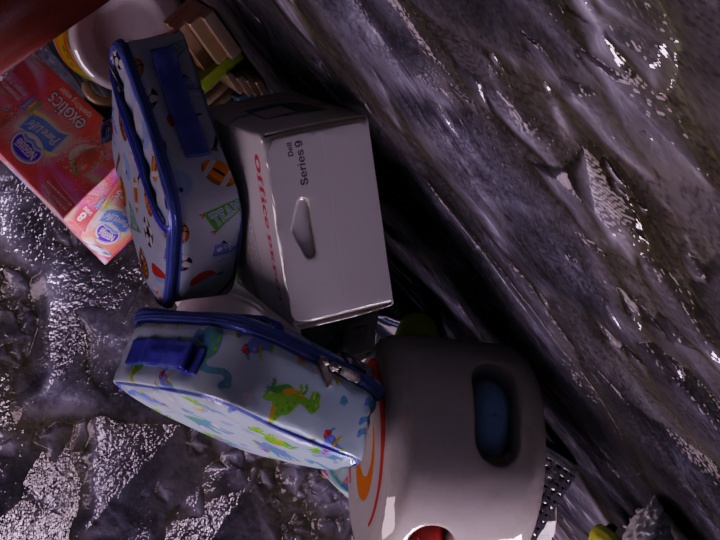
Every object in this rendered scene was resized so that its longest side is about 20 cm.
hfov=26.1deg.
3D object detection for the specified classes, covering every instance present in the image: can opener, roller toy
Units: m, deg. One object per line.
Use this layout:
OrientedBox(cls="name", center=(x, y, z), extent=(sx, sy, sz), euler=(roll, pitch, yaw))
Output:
OrientedBox(cls="can opener", center=(-0.009, 0.014, 1.297), extent=(0.201, 0.052, 0.067), euler=(-77, -23, -60))
OrientedBox(cls="roller toy", center=(0.071, 0.150, 1.242), extent=(0.183, 0.138, 0.203), euler=(-121, 37, -72))

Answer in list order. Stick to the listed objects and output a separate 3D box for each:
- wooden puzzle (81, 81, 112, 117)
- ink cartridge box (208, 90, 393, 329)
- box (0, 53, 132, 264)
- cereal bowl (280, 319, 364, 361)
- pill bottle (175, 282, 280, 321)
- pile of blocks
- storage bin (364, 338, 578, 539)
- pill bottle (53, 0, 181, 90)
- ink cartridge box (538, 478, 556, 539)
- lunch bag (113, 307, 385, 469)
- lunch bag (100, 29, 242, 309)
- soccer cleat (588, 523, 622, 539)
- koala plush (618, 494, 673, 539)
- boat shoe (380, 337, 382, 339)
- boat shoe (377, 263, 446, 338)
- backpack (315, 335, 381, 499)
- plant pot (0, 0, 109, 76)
OrientedBox(cls="wooden puzzle", center=(-0.191, -0.142, 1.606), extent=(0.197, 0.038, 0.185), euler=(14, 176, -6))
OrientedBox(cls="ink cartridge box", center=(-0.053, -0.052, 1.195), extent=(0.200, 0.086, 0.147), euler=(-147, 46, -70))
OrientedBox(cls="box", center=(-0.292, -0.113, 1.551), extent=(0.200, 0.103, 0.095), euler=(42, 172, 34))
OrientedBox(cls="cereal bowl", center=(-0.053, 0.071, 1.560), extent=(0.083, 0.200, 0.200), euler=(45, 176, -29))
OrientedBox(cls="pill bottle", center=(-0.123, -0.008, 1.537), extent=(0.115, 0.113, 0.202), euler=(57, -147, -46))
OrientedBox(cls="pile of blocks", center=(-0.126, -0.158, 1.403), extent=(0.082, 0.062, 0.200), euler=(45, 171, 34))
OrientedBox(cls="storage bin", center=(0.083, 0.161, 1.422), extent=(0.199, 0.094, 0.135), euler=(35, 178, -18))
OrientedBox(cls="pill bottle", center=(-0.238, -0.234, 1.498), extent=(0.111, 0.111, 0.200), euler=(52, 172, -20))
OrientedBox(cls="ink cartridge box", center=(0.148, 0.249, 1.609), extent=(0.200, 0.107, 0.051), euler=(66, -156, -74))
OrientedBox(cls="lunch bag", center=(-0.090, 0.087, 1.188), extent=(0.160, 0.083, 0.199), euler=(28, 165, -30))
OrientedBox(cls="lunch bag", center=(-0.151, -0.086, 1.223), extent=(0.161, 0.075, 0.201), euler=(101, 151, -54))
OrientedBox(cls="soccer cleat", center=(0.249, 0.308, 1.406), extent=(0.201, 0.084, 0.065), euler=(55, 171, -34))
OrientedBox(cls="koala plush", center=(0.224, 0.271, 1.226), extent=(0.179, 0.182, 0.200), euler=(59, 154, 15))
OrientedBox(cls="boat shoe", center=(0.087, 0.136, 1.541), extent=(0.200, 0.076, 0.072), euler=(49, 171, -4))
OrientedBox(cls="boat shoe", center=(0.000, 0.000, 1.444), extent=(0.199, 0.085, 0.069), euler=(28, 164, 24))
OrientedBox(cls="backpack", center=(0.021, 0.155, 1.636), extent=(0.200, 0.175, 0.154), euler=(51, 173, 27))
OrientedBox(cls="plant pot", center=(-0.282, -0.268, 1.263), extent=(0.201, 0.195, 0.201), euler=(48, 172, 9))
